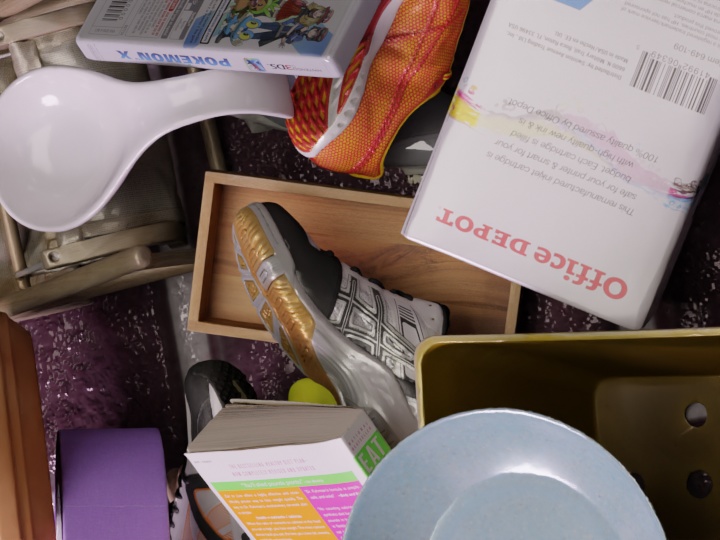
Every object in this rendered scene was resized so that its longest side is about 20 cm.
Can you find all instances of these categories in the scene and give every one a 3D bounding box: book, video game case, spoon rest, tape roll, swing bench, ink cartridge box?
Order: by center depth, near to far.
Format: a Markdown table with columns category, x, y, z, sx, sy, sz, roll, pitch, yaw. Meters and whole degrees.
| category | x | y | z | sx | sy | sz | roll | pitch | yaw |
| --- | --- | --- | --- | --- | --- | --- | --- | --- | --- |
| ink cartridge box | 0.134 | -0.089 | 1.616 | 0.147 | 0.146 | 0.200 | 22 | 100 | 7 |
| video game case | -0.051 | -0.199 | 1.671 | 0.182 | 0.022 | 0.200 | 7 | 56 | 32 |
| book | 0.002 | 0.165 | 1.673 | 0.134 | 0.048 | 0.200 | -3 | 128 | 48 |
| spoon rest | -0.141 | -0.086 | 1.682 | 0.200 | 0.061 | 0.099 | -16 | 83 | 24 |
| tape roll | -0.156 | 0.198 | 1.768 | 0.066 | 0.200 | 0.200 | 0 | 92 | -8 |
| swing bench | -0.199 | -0.079 | 1.826 | 0.200 | 0.130 | 0.199 | -15 | 85 | 32 |

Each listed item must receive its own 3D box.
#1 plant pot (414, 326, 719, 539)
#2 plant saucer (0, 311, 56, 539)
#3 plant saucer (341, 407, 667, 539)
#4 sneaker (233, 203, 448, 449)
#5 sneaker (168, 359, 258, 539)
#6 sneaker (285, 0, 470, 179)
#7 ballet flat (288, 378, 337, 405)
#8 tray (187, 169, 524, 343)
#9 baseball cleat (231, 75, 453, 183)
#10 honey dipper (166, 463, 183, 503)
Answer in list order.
| category | x | y | z | sx | sy | sz | roll | pitch | yaw |
| --- | --- | --- | --- | --- | --- | --- | --- | --- | --- |
| plant pot | 0.162 | 0.129 | 1.614 | 0.200 | 0.176 | 0.200 | -2 | 91 | 27 |
| plant saucer | -0.211 | 0.118 | 1.745 | 0.037 | 0.200 | 0.200 | -6 | 89 | -8 |
| plant saucer | 0.084 | 0.172 | 1.536 | 0.201 | 0.039 | 0.201 | 2 | 93 | 27 |
| sneaker | 0.005 | 0.034 | 1.689 | 0.088 | 0.076 | 0.200 | -35 | 86 | -15 |
| sneaker | -0.093 | 0.149 | 1.769 | 0.080 | 0.074 | 0.200 | -2 | 113 | 15 |
| sneaker | 0.028 | -0.148 | 1.678 | 0.200 | 0.077 | 0.073 | -57 | 44 | 11 |
| ballet flat | 0.026 | 0.140 | 1.722 | 0.200 | 0.067 | 0.067 | 37 | 138 | 8 |
| tray | 0.000 | 0.000 | 1.738 | 0.200 | 0.037 | 0.099 | 8 | 95 | 6 |
| baseball cleat | -0.011 | -0.121 | 1.744 | 0.200 | 0.070 | 0.107 | 12 | 123 | 26 |
| honey dipper | -0.034 | 0.105 | 1.796 | 0.200 | 0.038 | 0.038 | -27 | 80 | 23 |
